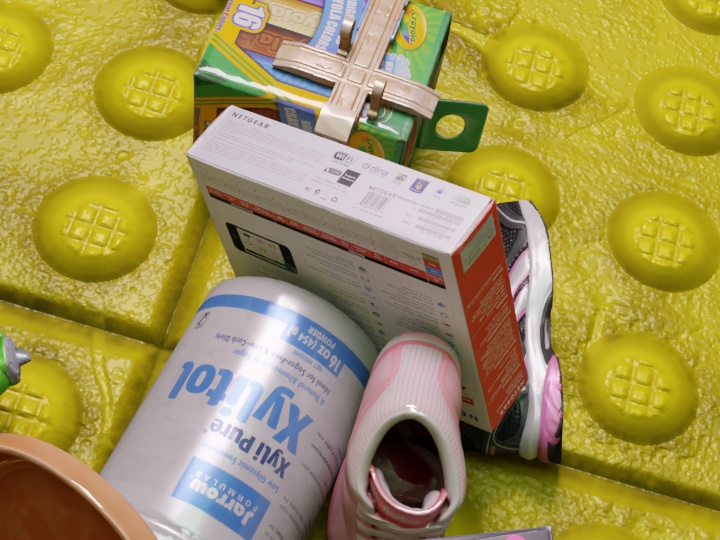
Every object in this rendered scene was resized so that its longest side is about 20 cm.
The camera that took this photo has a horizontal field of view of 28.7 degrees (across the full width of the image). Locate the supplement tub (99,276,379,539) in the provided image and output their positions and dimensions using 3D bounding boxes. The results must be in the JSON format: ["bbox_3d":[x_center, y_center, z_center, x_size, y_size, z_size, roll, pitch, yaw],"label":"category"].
[{"bbox_3d":[-0.081,0.116,0.879,0.132,0.132,0.200,24,60,6],"label":"supplement tub"}]

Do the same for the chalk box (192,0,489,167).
[{"bbox_3d":[-0.009,-0.123,1.025,0.200,0.125,0.124,18,60,4],"label":"chalk box"}]

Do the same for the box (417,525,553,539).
[{"bbox_3d":[0.048,0.236,0.789,0.106,0.200,0.122,-4,62,-9],"label":"box"}]

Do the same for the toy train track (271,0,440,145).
[{"bbox_3d":[0.012,-0.171,0.965,0.115,0.033,0.200,19,59,3],"label":"toy train track"}]

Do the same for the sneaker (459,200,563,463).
[{"bbox_3d":[0.092,0.037,0.979,0.086,0.080,0.200,-2,55,3],"label":"sneaker"}]

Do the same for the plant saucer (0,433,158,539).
[{"bbox_3d":[-0.167,0.181,0.799,0.200,0.200,0.032,39,40,14],"label":"plant saucer"}]

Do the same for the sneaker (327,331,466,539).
[{"bbox_3d":[0.019,0.145,0.832,0.075,0.201,0.105,9,23,0],"label":"sneaker"}]

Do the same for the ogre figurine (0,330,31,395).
[{"bbox_3d":[-0.294,0.079,0.896,0.120,0.098,0.200,25,44,27],"label":"ogre figurine"}]

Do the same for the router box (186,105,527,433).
[{"bbox_3d":[0.000,0.000,0.893,0.200,0.180,0.049,22,59,29],"label":"router box"}]
